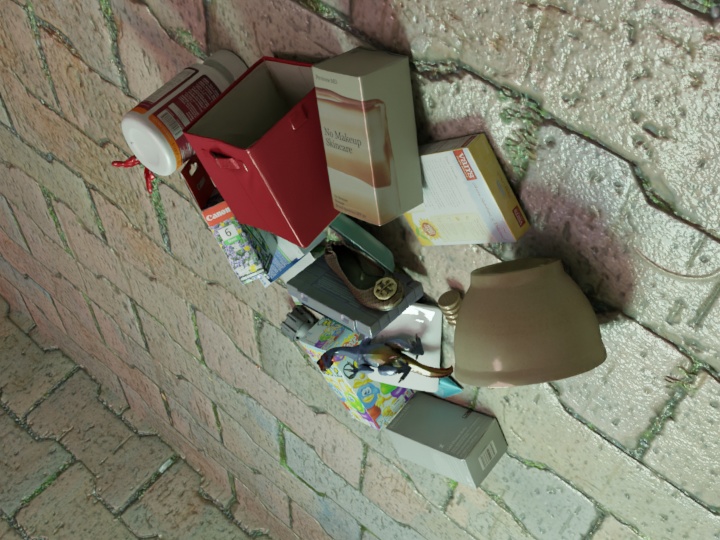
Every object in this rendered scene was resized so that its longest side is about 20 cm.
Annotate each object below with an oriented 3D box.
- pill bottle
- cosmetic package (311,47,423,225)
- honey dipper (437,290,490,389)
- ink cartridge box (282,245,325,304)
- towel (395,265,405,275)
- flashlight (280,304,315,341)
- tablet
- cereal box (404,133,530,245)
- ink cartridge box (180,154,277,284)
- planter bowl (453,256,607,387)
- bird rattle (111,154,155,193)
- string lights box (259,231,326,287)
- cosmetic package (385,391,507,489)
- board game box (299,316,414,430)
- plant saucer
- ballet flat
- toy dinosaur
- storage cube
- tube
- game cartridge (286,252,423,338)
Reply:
[{"bbox_3d":[-0.258,-0.245,1.430,0.109,0.200,0.110,33,150,22],"label":"pill bottle"},{"bbox_3d":[0.011,-0.174,1.215,0.103,0.087,0.203,22,131,45],"label":"cosmetic package"},{"bbox_3d":[0.174,0.116,1.484,0.038,0.038,0.201,14,142,46],"label":"honey dipper"},{"bbox_3d":[-0.110,-0.031,1.678,0.145,0.048,0.202,0,121,54],"label":"ink cartridge box"},{"bbox_3d":[0.042,0.046,1.599,0.086,0.018,0.200,48,153,5],"label":"towel"},{"bbox_3d":[-0.074,0.161,1.861,0.199,0.068,0.068,38,147,13],"label":"flashlight"},{"bbox_3d":[0.072,0.127,1.583,0.128,0.014,0.202,10,133,12],"label":"tablet"},{"bbox_3d":[0.121,-0.103,1.257,0.199,0.039,0.145,0,126,54],"label":"cereal box"},{"bbox_3d":[-0.201,-0.091,1.456,0.050,0.109,0.202,-21,112,14],"label":"ink cartridge box"},{"bbox_3d":[0.210,0.058,1.211,0.199,0.198,0.137,1,102,54],"label":"planter bowl"},{"bbox_3d":[-0.322,-0.236,1.564,0.113,0.200,0.163,43,129,3],"label":"bird rattle"},{"bbox_3d":[-0.143,-0.052,1.595,0.103,0.059,0.200,52,151,-2],"label":"string lights box"},{"bbox_3d":[0.153,0.302,1.687,0.198,0.107,0.091,14,140,44],"label":"cosmetic package"},{"bbox_3d":[-0.006,0.178,1.729,0.104,0.103,0.201,12,139,57],"label":"board game box"},{"bbox_3d":[-0.022,-0.065,1.448,0.199,0.028,0.200,36,180,0],"label":"plant saucer"},{"bbox_3d":[0.000,0.000,1.466,0.200,0.067,0.047,42,161,48],"label":"ballet flat"},{"bbox_3d":[0.020,0.157,1.565,0.199,0.106,0.180,39,151,-29],"label":"toy dinosaur"},{"bbox_3d":[-0.107,-0.170,1.325,0.170,0.200,0.181,20,148,45],"label":"storage cube"},{"bbox_3d":[0.087,0.161,1.650,0.199,0.051,0.077,36,160,-10],"label":"tube"},{"bbox_3d":[-0.012,0.032,1.499,0.199,0.129,0.039,26,146,40],"label":"game cartridge"}]
